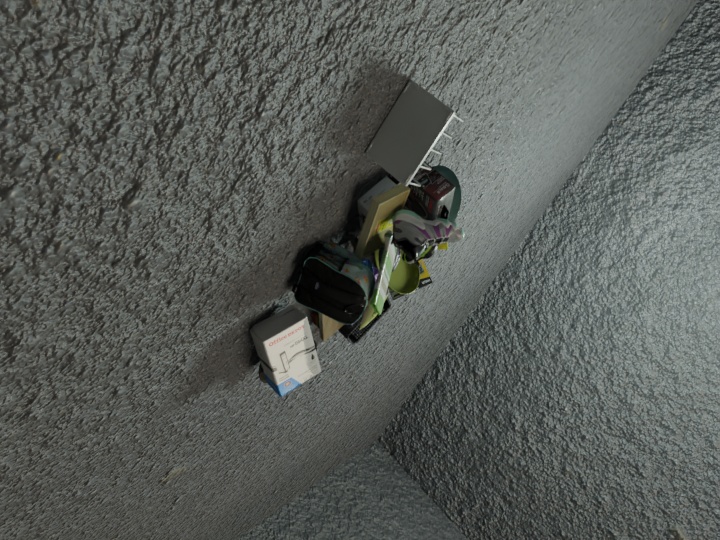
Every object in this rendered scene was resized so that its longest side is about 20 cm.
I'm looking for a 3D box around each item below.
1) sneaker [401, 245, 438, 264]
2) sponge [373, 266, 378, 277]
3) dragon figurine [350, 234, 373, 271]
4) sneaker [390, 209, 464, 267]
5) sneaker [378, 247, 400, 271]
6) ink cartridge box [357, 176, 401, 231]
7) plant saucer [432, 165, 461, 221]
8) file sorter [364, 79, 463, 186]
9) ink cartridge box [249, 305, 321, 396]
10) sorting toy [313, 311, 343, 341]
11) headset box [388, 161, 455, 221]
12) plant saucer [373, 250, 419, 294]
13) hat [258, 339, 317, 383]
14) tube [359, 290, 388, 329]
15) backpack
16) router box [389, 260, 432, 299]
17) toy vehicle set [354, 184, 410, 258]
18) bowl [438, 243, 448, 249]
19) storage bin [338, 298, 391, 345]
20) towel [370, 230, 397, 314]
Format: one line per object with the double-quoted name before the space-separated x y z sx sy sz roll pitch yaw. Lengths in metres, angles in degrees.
"sneaker" 0.166 -0.077 1.740 0.072 0.082 0.200 -57 -168 -20
"sponge" 0.007 0.081 1.778 0.111 0.030 0.201 -39 156 -25
"dragon figurine" 0.000 0.000 1.639 0.099 0.058 0.204 -39 123 -53
"sneaker" 0.172 -0.069 1.497 0.078 0.196 0.142 102 -1 -60
"sneaker" 0.082 -0.095 1.713 0.087 0.073 0.204 32 68 -58
"ink cartridge box" 0.055 -0.175 1.576 0.115 0.067 0.201 -41 158 -16
"plant saucer" 0.207 -0.206 1.665 0.035 0.201 0.202 2 129 -39
"file sorter" 0.136 -0.324 1.388 0.201 0.138 0.124 -56 160 19
"ink cartridge box" -0.205 0.223 1.592 0.145 0.084 0.203 -29 126 -25
"sorting toy" -0.067 0.096 1.794 0.198 0.069 0.201 -39 157 -23
"headset box" 0.169 -0.210 1.556 0.075 0.200 0.149 -38 158 -21
"plant saucer" 0.109 -0.016 1.814 0.031 0.203 0.199 -29 176 43
"hat" -0.232 0.248 1.719 0.198 0.081 0.203 -25 138 -25
"tube" 0.043 0.117 1.809 0.057 0.053 0.201 3 144 -14
"backpack" -0.060 0.037 1.531 0.153 0.198 0.178 -47 165 -54
"router box" 0.147 -0.003 1.918 0.052 0.160 0.199 -27 175 36
"toy vehicle set" 0.057 -0.130 1.527 0.123 0.026 0.202 -30 152 -37
"bowl" 0.204 -0.155 1.800 0.106 0.204 0.200 -13 159 8
"storage bin" 0.003 0.145 1.983 0.200 0.094 0.135 -45 159 -7
"towel" 0.059 0.008 1.550 0.149 0.030 0.204 63 40 -71
